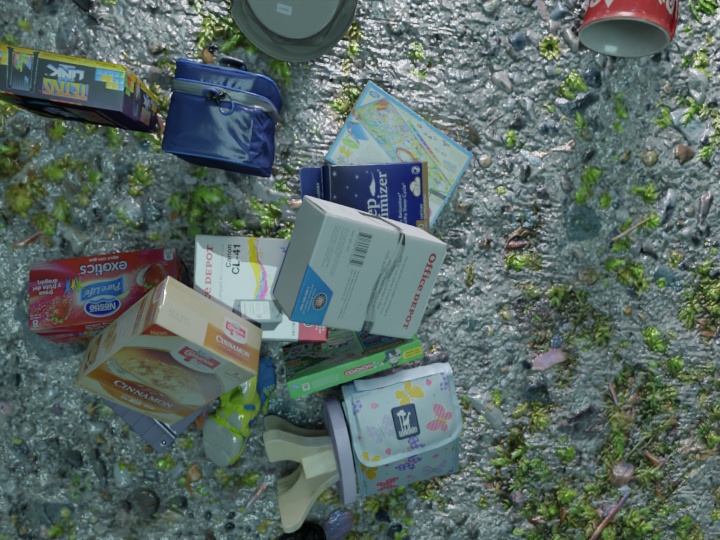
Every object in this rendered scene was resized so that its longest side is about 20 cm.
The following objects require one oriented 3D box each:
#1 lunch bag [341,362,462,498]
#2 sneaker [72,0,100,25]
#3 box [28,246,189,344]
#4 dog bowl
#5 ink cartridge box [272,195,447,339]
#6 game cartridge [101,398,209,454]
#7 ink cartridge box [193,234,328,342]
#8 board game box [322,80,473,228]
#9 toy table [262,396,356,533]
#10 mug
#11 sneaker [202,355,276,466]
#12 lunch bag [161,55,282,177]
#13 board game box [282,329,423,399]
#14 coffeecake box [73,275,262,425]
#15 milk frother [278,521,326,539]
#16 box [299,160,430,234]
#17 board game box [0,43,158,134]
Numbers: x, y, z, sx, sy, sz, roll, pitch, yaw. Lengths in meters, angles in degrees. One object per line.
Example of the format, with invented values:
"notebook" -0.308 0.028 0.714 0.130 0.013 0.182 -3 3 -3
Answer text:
"lunch bag" 0.059 0.231 0.895 0.166 0.128 0.203 -11 129 -8
"sneaker" -0.360 -0.411 0.817 0.195 0.078 0.143 -7 99 2
"box" -0.345 0.037 0.843 0.195 0.100 0.098 -7 73 -8
"dog bowl" -0.089 -0.398 0.823 0.195 0.059 0.204 7 122 11
"ink cartridge box" 0.000 0.000 0.813 0.196 0.084 0.148 12 105 -32
"game cartridge" -0.280 0.164 0.916 0.200 0.038 0.130 -45 105 -1
"ink cartridge box" -0.144 0.028 0.879 0.195 0.086 0.152 3 87 -13
"board game box" 0.058 -0.174 0.925 0.198 0.034 0.136 32 91 -11
"toy table" -0.076 0.282 0.897 0.114 0.185 0.204 -12 122 -10
"mug" 0.425 -0.446 0.922 0.131 0.177 0.205 12 91 26
"sneaker" -0.174 0.211 0.917 0.075 0.104 0.202 37 124 18
"lunch bag" -0.180 -0.207 0.802 0.132 0.200 0.136 9 93 -4
"board game box" -0.017 0.122 0.898 0.196 0.135 0.030 -16 107 -6
"coffeecake box" -0.250 0.114 0.788 0.198 0.074 0.153 -32 129 31
"milk frother" -0.087 0.542 0.947 0.200 0.178 0.191 -44 141 -29
"box" 0.011 -0.092 0.867 0.196 0.032 0.124 -7 99 -24
"board game box" -0.362 -0.226 0.771 0.161 0.200 0.058 8 94 -9
